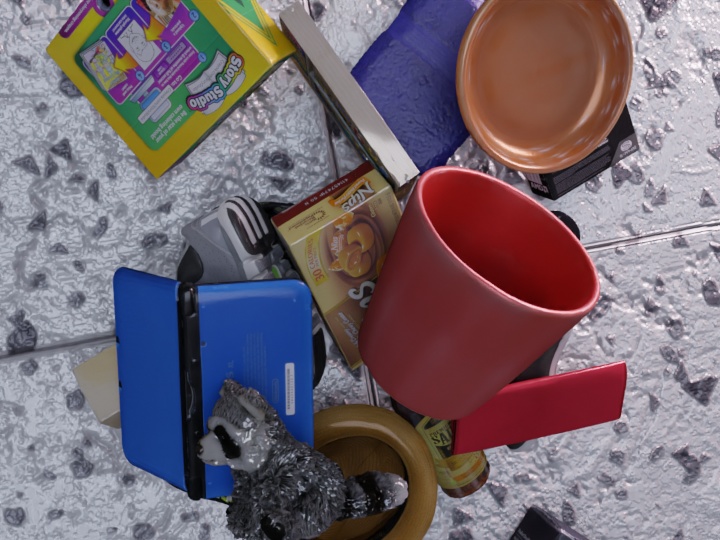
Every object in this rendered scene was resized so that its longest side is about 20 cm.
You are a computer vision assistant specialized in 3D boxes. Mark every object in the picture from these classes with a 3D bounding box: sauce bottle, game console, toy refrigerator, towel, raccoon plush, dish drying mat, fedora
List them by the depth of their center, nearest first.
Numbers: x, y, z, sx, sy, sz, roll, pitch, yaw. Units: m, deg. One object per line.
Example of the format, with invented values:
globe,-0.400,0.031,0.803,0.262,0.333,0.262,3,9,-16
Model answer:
raccoon plush,-0.054,0.157,0.867,0.199,0.096,0.135,-5,91,-45
game console,-0.139,0.098,0.915,0.169,0.118,0.202,-4,104,-16
toy refrigerator,-0.189,0.080,1.008,0.199,0.076,0.070,-31,77,-5
dish drying mat,0.188,0.144,1.024,0.199,0.018,0.077,-9,122,-16
sauce bottle,0.072,0.153,1.040,0.066,0.066,0.201,-34,113,-6
fedora,-0.015,0.230,1.043,0.199,0.082,0.202,0,99,-2
towel,0.080,-0.213,1.059,0.147,0.050,0.200,39,87,-1

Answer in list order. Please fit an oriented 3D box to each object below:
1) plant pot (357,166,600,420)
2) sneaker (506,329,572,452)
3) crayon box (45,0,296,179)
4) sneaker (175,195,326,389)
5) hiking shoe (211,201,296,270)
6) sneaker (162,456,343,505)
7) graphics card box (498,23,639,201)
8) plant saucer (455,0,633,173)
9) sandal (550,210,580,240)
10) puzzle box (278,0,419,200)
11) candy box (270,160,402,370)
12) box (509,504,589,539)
plant pot,0.096,0.031,0.920,0.199,0.201,0.178,27,122,-9
sneaker,0.160,0.107,1.043,0.099,0.071,0.201,-1,114,-30
crayon box,-0.190,-0.217,0.955,0.200,0.058,0.173,-35,100,36
sneaker,-0.116,0.033,0.952,0.115,0.075,0.201,-18,98,30
hiking shoe,-0.064,-0.032,1.015,0.198,0.101,0.076,2,92,-9
sneaker,-0.111,0.202,0.956,0.198,0.083,0.072,5,99,10
graphics card box,0.215,-0.192,1.042,0.125,0.051,0.201,-32,114,-13
plant saucer,0.181,-0.200,0.977,0.199,0.037,0.202,-6,108,-20
sandal,0.173,0.019,1.082,0.076,0.043,0.201,32,88,-9
puzzle box,-0.012,-0.160,0.962,0.025,0.133,0.201,-35,87,-3
candy box,0.000,0.000,0.996,0.115,0.055,0.201,-30,134,-6
box,0.210,0.390,1.073,0.148,0.104,0.201,35,87,-8
